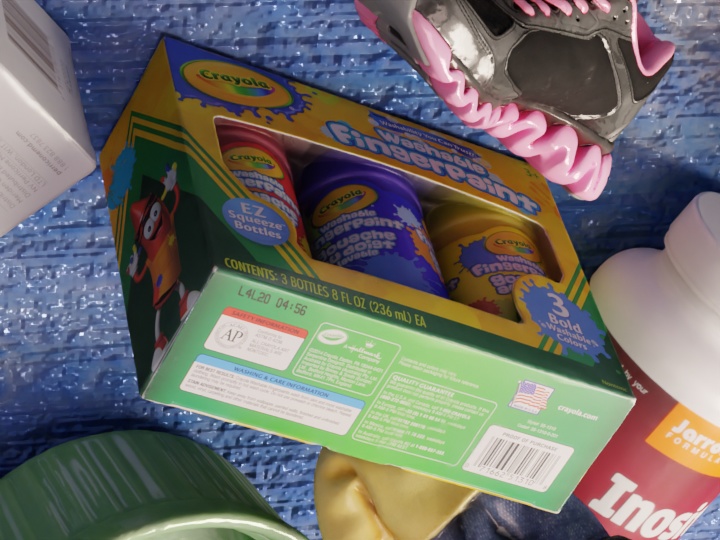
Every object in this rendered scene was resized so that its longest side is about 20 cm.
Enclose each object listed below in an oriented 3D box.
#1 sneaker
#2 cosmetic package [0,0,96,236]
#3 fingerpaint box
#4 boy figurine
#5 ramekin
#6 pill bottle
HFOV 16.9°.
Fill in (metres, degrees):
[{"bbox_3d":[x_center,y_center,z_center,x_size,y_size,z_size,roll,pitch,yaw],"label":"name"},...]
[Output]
[{"bbox_3d":[0.072,-0.102,1.013,0.095,0.079,0.200,-47,150,11],"label":"sneaker"},{"bbox_3d":[-0.210,-0.035,0.990,0.199,0.102,0.071,-33,128,12],"label":"cosmetic package"},{"bbox_3d":[0.000,0.000,1.028,0.199,0.167,0.074,18,121,-24],"label":"fingerpaint box"},{"bbox_3d":[0.028,0.095,1.095,0.124,0.200,0.065,-46,153,-11],"label":"boy figurine"},{"bbox_3d":[-0.111,0.174,1.148,0.199,0.098,0.201,-14,124,-21],"label":"ramekin"},{"bbox_3d":[0.130,0.065,1.143,0.113,0.113,0.200,24,117,-28],"label":"pill bottle"}]
